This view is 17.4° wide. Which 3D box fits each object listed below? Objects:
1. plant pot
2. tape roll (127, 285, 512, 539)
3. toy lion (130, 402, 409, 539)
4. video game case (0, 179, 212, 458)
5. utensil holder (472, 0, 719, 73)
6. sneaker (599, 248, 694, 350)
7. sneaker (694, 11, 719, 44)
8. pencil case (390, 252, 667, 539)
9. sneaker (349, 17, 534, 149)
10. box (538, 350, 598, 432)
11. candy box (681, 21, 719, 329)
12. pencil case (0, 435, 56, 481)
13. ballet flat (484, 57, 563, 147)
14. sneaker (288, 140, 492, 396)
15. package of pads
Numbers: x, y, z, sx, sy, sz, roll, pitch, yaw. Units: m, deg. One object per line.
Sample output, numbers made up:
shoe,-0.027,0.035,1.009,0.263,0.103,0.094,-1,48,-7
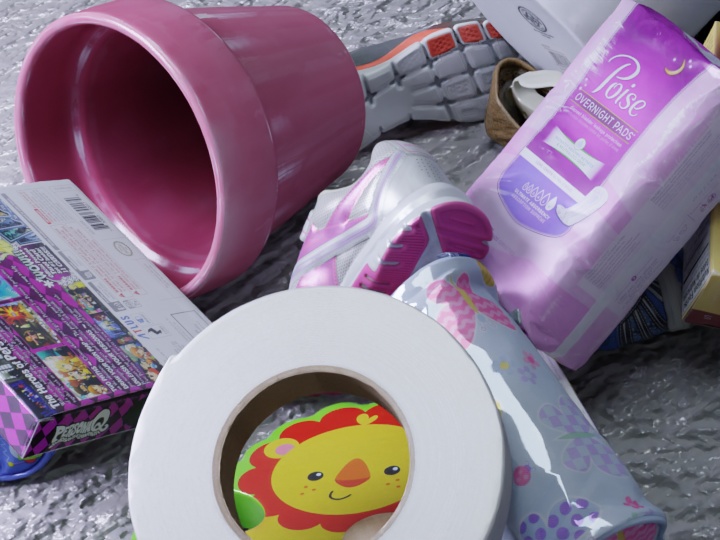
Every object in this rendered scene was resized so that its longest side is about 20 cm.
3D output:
plant pot,-0.101,-0.095,1.570,0.200,0.201,0.179,20,30,36
tape roll,-0.022,0.106,1.229,0.202,0.037,0.204,-4,69,9
toy lion,-0.029,0.139,1.330,0.199,0.069,0.192,-8,29,5
video game case,-0.191,0.023,1.438,0.200,0.036,0.181,43,33,27
utensil holder,0.182,-0.231,1.584,0.200,0.170,0.170,-46,43,-6
sneaker,0.128,-0.016,1.482,0.085,0.077,0.200,-28,38,-16
sneaker,0.227,-0.185,1.702,0.200,0.076,0.076,27,34,33
pencil case,0.083,0.087,1.287,0.091,0.083,0.200,4,45,-51
sneaker,0.034,-0.145,1.688,0.199,0.077,0.082,-16,29,-7
box,0.095,0.062,1.413,0.041,0.039,0.200,-16,36,-9
candy box,0.260,-0.050,1.432,0.116,0.057,0.201,12,55,-7
pencil case,-0.231,0.047,1.486,0.086,0.078,0.200,8,33,-11
ballet flat,0.148,-0.091,1.580,0.068,0.073,0.200,-27,38,-18
sneaker,0.000,0.000,1.413,0.081,0.200,0.088,15,41,-37
package of pads,0.143,-0.051,1.388,0.200,0.076,0.121,-50,44,5
